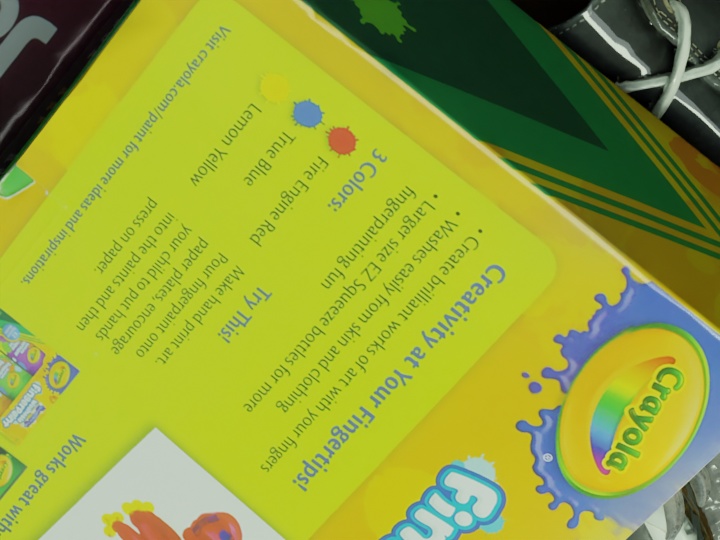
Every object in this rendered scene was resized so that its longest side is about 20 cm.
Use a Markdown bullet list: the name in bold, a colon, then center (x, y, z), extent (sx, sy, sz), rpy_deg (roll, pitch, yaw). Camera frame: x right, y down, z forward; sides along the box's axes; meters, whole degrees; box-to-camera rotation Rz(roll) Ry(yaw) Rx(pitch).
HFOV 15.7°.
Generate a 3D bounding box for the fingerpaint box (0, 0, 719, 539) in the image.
- **fingerpaint box**: center (-0.018, 0.022, 0.635), extent (0.167, 0.073, 0.200), rpy_deg (37, 122, -6)

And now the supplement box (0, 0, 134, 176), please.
- **supplement box**: center (-0.073, -0.123, 0.690), extent (0.110, 0.086, 0.200), rpy_deg (42, 102, 9)

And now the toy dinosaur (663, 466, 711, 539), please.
- **toy dinosaur**: center (0.048, 0.021, 0.700), extent (0.199, 0.105, 0.181), rpy_deg (-1, 153, -43)

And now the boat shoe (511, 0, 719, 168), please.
- **boat shoe**: center (0.063, -0.047, 0.646), extent (0.200, 0.068, 0.072), rpy_deg (42, 91, 9)

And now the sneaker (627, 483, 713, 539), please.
- **sneaker**: center (0.097, 0.145, 0.919), extent (0.087, 0.076, 0.201), rpy_deg (-18, 121, 7)
